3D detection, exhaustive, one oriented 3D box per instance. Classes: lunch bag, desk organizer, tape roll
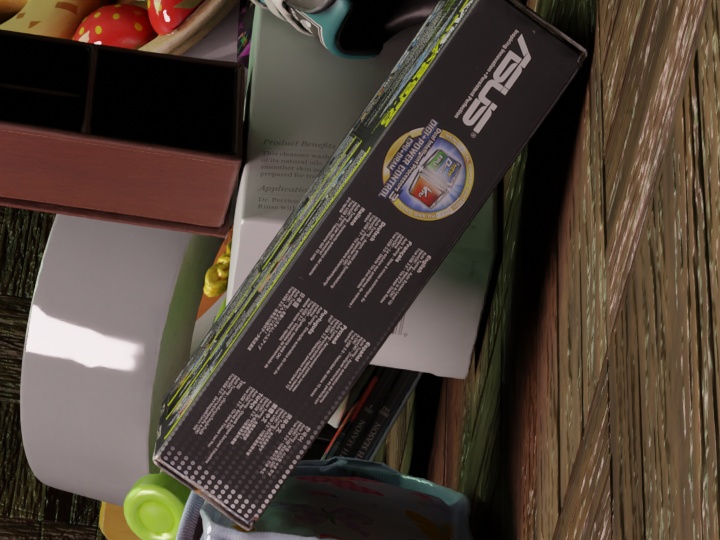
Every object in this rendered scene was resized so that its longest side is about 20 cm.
[{"bbox_3d":[-0.021,0.166,1.075,0.200,0.126,0.171,-56,-26,-83],"label":"lunch bag"},{"bbox_3d":[-0.146,-0.074,1.179,0.077,0.199,0.072,115,162,-67],"label":"desk organizer"},{"bbox_3d":[-0.092,0.014,1.332,0.200,0.066,0.202,15,-90,-77],"label":"tape roll"}]

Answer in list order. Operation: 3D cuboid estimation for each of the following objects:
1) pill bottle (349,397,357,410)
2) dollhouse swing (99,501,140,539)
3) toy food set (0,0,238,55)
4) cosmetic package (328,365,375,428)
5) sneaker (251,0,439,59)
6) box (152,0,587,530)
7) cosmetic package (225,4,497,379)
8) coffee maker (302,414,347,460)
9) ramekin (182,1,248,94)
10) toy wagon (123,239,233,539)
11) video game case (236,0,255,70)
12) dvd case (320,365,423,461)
[{"bbox_3d":[-0.048,0.073,1.768,0.201,0.108,0.109,101,175,-52],"label":"pill bottle"},{"bbox_3d":[-0.137,0.155,2.500,0.182,0.174,0.201,-98,15,-75],"label":"dollhouse swing"},{"bbox_3d":[-0.129,-0.165,1.447,0.049,0.199,0.199,53,-137,-36],"label":"toy food set"},{"bbox_3d":[0.000,0.000,1.383,0.083,0.050,0.200,-54,-8,-24],"label":"cosmetic package"},{"bbox_3d":[-0.026,-0.133,1.187,0.071,0.199,0.080,32,-116,-62],"label":"sneaker"},{"bbox_3d":[-0.001,-0.011,1.018,0.201,0.044,0.160,-55,6,2],"label":"box"},{"bbox_3d":[0.002,-0.057,1.225,0.201,0.112,0.081,-85,4,-46],"label":"cosmetic package"},{"bbox_3d":[-0.050,0.193,1.631,0.192,0.134,0.201,-53,-19,-46],"label":"coffee maker"},{"bbox_3d":[-0.046,-0.117,1.510,0.203,0.201,0.095,-88,-5,-52],"label":"ramekin"},{"bbox_3d":[-0.063,0.080,1.272,0.155,0.039,0.201,-57,-17,-55],"label":"toy wagon"},{"bbox_3d":[0.007,-0.215,1.412,0.200,0.036,0.182,-49,22,31],"label":"video game case"},{"bbox_3d":[-0.022,0.117,1.363,0.201,0.022,0.146,-58,-1,-11],"label":"dvd case"}]
